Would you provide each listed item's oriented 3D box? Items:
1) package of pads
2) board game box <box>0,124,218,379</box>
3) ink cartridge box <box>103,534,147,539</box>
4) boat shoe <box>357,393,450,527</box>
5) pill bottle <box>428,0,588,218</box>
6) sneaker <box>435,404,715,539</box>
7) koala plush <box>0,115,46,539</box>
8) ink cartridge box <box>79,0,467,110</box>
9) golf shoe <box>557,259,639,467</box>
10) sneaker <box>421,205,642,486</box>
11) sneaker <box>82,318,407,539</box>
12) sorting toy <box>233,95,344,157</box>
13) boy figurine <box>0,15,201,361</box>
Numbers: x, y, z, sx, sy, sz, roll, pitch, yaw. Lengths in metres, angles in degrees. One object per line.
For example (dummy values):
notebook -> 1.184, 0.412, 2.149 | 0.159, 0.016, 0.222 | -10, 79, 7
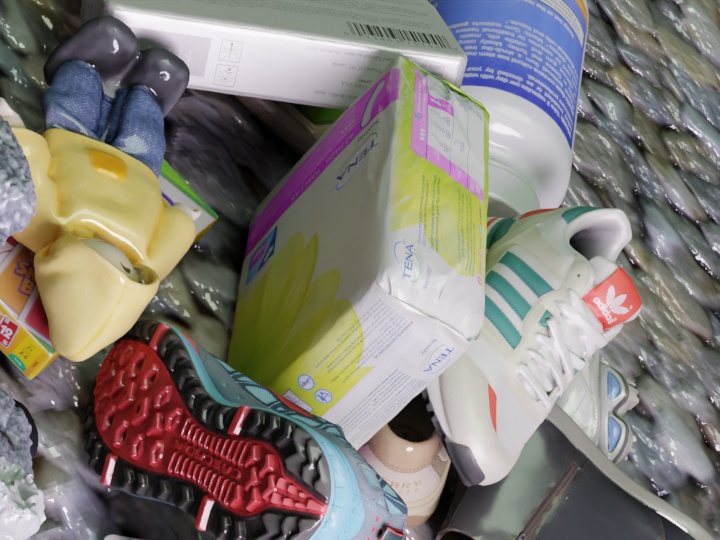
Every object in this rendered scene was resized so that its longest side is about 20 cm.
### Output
package of pads -> 0.000, 0.000, 1.342 | 0.068, 0.154, 0.200 | 31, 36, -21
board game box -> -0.146, -0.025, 1.328 | 0.096, 0.030, 0.200 | 46, 31, 0
ink cartridge box -> -0.037, 0.194, 1.174 | 0.116, 0.067, 0.201 | 13, 45, -39
boat shoe -> 0.035, 0.046, 1.396 | 0.071, 0.065, 0.200 | 12, 41, -4
pill bottle -> 0.072, -0.089, 1.538 | 0.112, 0.112, 0.201 | 32, 44, -20
sneaker -> 0.118, 0.163, 1.394 | 0.200, 0.075, 0.106 | 40, 49, -17
koala plush -> -0.202, 0.062, 1.055 | 0.183, 0.177, 0.200 | -17, 68, -41
ink cartridge box -> -0.056, -0.145, 1.459 | 0.199, 0.045, 0.176 | 8, 24, -14
golf shoe -> 0.099, 0.032, 1.497 | 0.097, 0.078, 0.201 | 20, 39, -23
sneaker -> 0.093, 0.029, 1.351 | 0.071, 0.093, 0.200 | 62, 27, -27
sneaker -> -0.054, 0.090, 1.220 | 0.095, 0.080, 0.200 | 25, 6, -42
sorting toy -> -0.045, -0.157, 1.569 | 0.185, 0.036, 0.200 | 42, 33, -6
boy figurine -> -0.132, -0.040, 1.279 | 0.124, 0.064, 0.200 | 33, 32, -23
